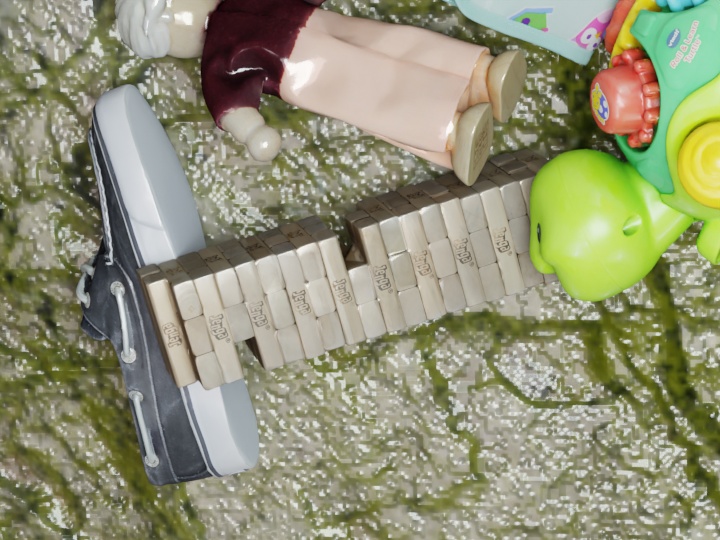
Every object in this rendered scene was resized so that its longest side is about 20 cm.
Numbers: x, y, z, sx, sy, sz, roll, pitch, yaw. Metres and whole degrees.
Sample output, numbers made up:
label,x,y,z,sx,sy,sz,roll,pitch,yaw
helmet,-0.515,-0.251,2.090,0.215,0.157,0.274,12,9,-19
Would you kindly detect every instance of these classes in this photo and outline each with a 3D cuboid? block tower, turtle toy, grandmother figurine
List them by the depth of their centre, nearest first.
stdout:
label,x,y,z,sx,sy,sz,roll,pitch,yaw
turtle toy,0.149,-0.072,1.051,0.101,0.146,0.201,29,97,16
block tower,0.000,0.000,1.105,0.199,0.054,0.058,-19,106,-9
grandmother figurine,-0.029,-0.100,1.110,0.199,0.122,0.061,21,140,16

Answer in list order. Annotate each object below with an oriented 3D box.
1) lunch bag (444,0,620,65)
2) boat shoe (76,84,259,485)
label,x,y,z,sx,sy,sz,roll,pitch,yaw
lunch bag,0.059,-0.205,1.052,0.199,0.122,0.171,28,105,-3
boat shoe,-0.108,0.011,1.156,0.067,0.072,0.201,-13,107,11
